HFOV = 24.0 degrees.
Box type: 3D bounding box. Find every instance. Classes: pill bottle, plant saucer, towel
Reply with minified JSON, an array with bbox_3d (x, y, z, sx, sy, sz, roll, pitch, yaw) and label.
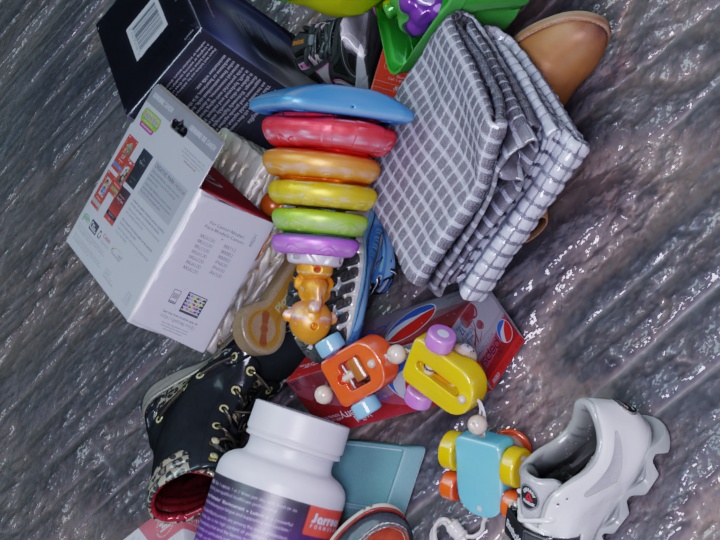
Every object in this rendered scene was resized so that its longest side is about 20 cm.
[{"bbox_3d":[-0.076,0.212,1.384,0.111,0.111,0.201,12,84,55],"label":"pill bottle"},{"bbox_3d":[-0.023,0.174,1.449,0.200,0.019,0.070,-2,64,53],"label":"plant saucer"},{"bbox_3d":[0.076,-0.092,1.335,0.166,0.085,0.200,-56,31,24],"label":"towel"}]

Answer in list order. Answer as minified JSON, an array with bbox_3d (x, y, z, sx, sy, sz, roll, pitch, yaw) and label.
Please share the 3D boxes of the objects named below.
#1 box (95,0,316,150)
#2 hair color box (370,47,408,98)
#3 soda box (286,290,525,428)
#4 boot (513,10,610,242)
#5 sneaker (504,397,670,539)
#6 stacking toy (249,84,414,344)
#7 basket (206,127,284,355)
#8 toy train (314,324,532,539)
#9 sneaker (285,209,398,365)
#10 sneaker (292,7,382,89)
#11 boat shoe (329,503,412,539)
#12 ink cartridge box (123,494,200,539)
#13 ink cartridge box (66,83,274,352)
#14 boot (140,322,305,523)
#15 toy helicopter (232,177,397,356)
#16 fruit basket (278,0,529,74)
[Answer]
[{"bbox_3d":[-0.142,-0.199,1.714,0.123,0.198,0.200,-46,37,16],"label":"box"},{"bbox_3d":[0.056,-0.215,1.552,0.102,0.061,0.201,101,-176,-71],"label":"hair color box"},{"bbox_3d":[0.034,0.075,1.387,0.200,0.063,0.070,-20,23,45],"label":"soda box"},{"bbox_3d":[0.142,-0.106,1.395,0.200,0.073,0.155,-45,35,41],"label":"boot"},{"bbox_3d":[0.131,0.176,1.187,0.074,0.088,0.201,27,89,55],"label":"sneaker"},{"bbox_3d":[-0.031,-0.042,1.332,0.110,0.116,0.201,-175,90,-70],"label":"stacking toy"},{"bbox_3d":[-0.114,-0.019,1.612,0.200,0.123,0.136,-58,33,4],"label":"basket"},{"bbox_3d":[0.057,0.115,1.298,0.150,0.056,0.200,-39,81,43],"label":"toy train"},{"bbox_3d":[0.000,0.000,1.417,0.078,0.090,0.201,-21,42,35],"label":"sneaker"},{"bbox_3d":[-0.023,-0.202,1.585,0.200,0.086,0.081,106,179,-79],"label":"sneaker"},{"bbox_3d":[-0.013,0.276,1.307,0.201,0.071,0.063,-62,18,9],"label":"boat shoe"},{"bbox_3d":[-0.165,0.314,1.484,0.116,0.067,0.200,-40,39,27],"label":"ink cartridge box"},{"bbox_3d":[-0.162,-0.052,1.503,0.176,0.084,0.200,-60,32,8],"label":"ink cartridge box"},{"bbox_3d":[-0.109,0.129,1.505,0.203,0.074,0.154,-30,32,16],"label":"boot"},{"bbox_3d":[-0.055,-0.011,1.484,0.079,0.132,0.200,-11,36,48],"label":"toy helicopter"},{"bbox_3d":[0.022,-0.277,1.442,0.156,0.215,0.216,132,150,-55],"label":"fruit basket"}]
